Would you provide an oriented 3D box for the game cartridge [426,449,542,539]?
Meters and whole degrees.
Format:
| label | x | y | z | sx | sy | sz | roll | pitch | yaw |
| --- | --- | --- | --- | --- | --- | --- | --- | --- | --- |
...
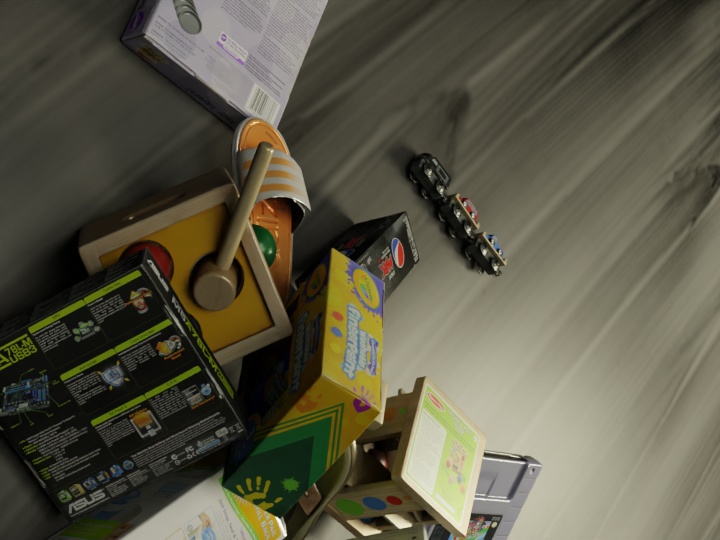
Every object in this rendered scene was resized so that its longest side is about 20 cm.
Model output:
| label | x | y | z | sx | sy | sz | roll | pitch | yaw |
| --- | --- | --- | --- | --- | --- | --- | --- | --- | --- |
| game cartridge | 0.131 | 0.280 | 1.540 | 0.198 | 0.038 | 0.131 | 14 | 100 | -45 |

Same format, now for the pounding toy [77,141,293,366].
| label | x | y | z | sx | sy | sz | roll | pitch | yaw |
| --- | --- | --- | --- | --- | --- | --- | --- | --- | --- |
| pounding toy | -0.149 | -0.008 | 1.192 | 0.197 | 0.142 | 0.186 | -23 | 106 | -5 |

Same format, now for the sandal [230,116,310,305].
| label | x | y | z | sx | sy | sz | roll | pitch | yaw |
| --- | --- | --- | --- | --- | --- | --- | --- | --- | --- |
| sandal | -0.084 | -0.058 | 1.305 | 0.078 | 0.059 | 0.210 | 2 | 79 | -41 |

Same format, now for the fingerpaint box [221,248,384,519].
| label | x | y | z | sx | sy | sz | roll | pitch | yaw |
| --- | --- | --- | --- | --- | --- | --- | --- | --- | --- |
| fingerpaint box | -0.053 | 0.104 | 1.217 | 0.073 | 0.167 | 0.201 | 32 | 30 | -18 |

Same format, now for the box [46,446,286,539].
| label | x | y | z | sx | sy | sz | roll | pitch | yaw |
| --- | --- | --- | --- | --- | --- | --- | --- | --- | --- |
| box | -0.185 | 0.259 | 1.221 | 0.199 | 0.112 | 0.103 | -31 | 107 | -40 |

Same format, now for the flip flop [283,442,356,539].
| label | x | y | z | sx | sy | sz | roll | pitch | yaw |
| --- | --- | --- | --- | --- | --- | --- | --- | --- | --- |
| flip flop | -0.066 | 0.213 | 1.309 | 0.057 | 0.081 | 0.201 | -3 | 132 | -46 |

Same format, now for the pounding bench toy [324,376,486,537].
| label | x | y | z | sx | sy | sz | roll | pitch | yaw |
| --- | --- | --- | --- | --- | --- | --- | --- | --- | --- |
| pounding bench toy | 0.011 | 0.192 | 1.376 | 0.200 | 0.154 | 0.126 | 45 | 46 | -34 |

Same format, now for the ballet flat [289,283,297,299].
| label | x | y | z | sx | sy | sz | roll | pitch | yaw |
| --- | --- | --- | --- | --- | --- | --- | --- | --- | --- |
| ballet flat | -0.078 | 0.038 | 1.377 | 0.200 | 0.069 | 0.070 | 49 | 57 | -29 |

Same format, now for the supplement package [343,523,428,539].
| label | x | y | z | sx | sy | sz | roll | pitch | yaw |
| --- | --- | --- | --- | --- | --- | --- | --- | --- | --- |
| supplement package | -0.013 | 0.370 | 1.308 | 0.111 | 0.197 | 0.158 | -83 | 161 | -82 |

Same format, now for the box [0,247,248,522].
| label | x | y | z | sx | sy | sz | roll | pitch | yaw |
| --- | --- | --- | --- | --- | --- | --- | --- | --- | --- |
| box | -0.230 | 0.108 | 1.149 | 0.195 | 0.198 | 0.048 | 60 | 9 | -20 |

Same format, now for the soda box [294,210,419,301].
| label | x | y | z | sx | sy | sz | roll | pitch | yaw |
| --- | --- | --- | --- | --- | --- | --- | --- | --- | --- |
| soda box | 0.000 | 0.000 | 1.396 | 0.200 | 0.070 | 0.064 | -45 | 119 | -62 |

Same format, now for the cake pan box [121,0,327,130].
| label | x | y | z | sx | sy | sz | roll | pitch | yaw |
| --- | --- | --- | --- | --- | --- | --- | --- | --- | --- |
| cake pan box | -0.135 | -0.264 | 1.342 | 0.199 | 0.052 | 0.187 | 34 | 67 | -37 |

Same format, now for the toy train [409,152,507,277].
| label | x | y | z | sx | sy | sz | roll | pitch | yaw |
| --- | --- | --- | --- | --- | --- | --- | --- | --- | --- |
| toy train | 0.125 | -0.069 | 1.593 | 0.201 | 0.034 | 0.046 | 52 | 43 | -28 |
